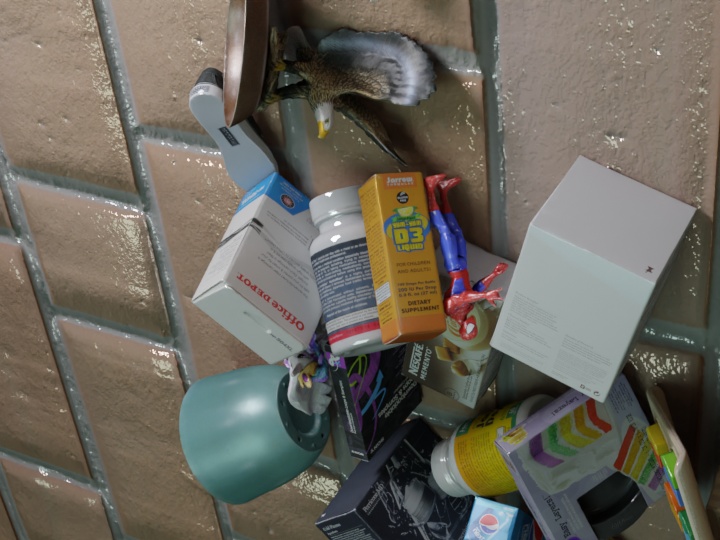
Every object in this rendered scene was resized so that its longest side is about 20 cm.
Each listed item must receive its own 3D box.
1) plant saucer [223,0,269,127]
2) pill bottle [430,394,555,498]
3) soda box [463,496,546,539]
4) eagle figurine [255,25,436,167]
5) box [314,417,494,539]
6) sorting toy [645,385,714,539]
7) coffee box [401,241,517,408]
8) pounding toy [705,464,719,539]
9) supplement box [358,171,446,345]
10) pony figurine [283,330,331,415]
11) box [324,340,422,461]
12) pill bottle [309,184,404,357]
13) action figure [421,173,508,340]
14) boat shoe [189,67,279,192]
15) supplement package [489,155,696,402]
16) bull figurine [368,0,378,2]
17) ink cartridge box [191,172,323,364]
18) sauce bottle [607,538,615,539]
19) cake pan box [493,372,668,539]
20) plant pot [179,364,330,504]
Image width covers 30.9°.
[{"bbox_3d":[-0.135,-0.268,1.543,0.034,0.201,0.201,3,135,-11],"label":"plant saucer"},{"bbox_3d":[0.192,0.246,1.768,0.113,0.113,0.200,50,137,-11],"label":"pill bottle"},{"bbox_3d":[0.213,0.376,1.825,0.068,0.064,0.200,10,163,28],"label":"soda box"},{"bbox_3d":[-0.021,-0.212,1.553,0.199,0.152,0.152,8,180,-8],"label":"eagle figurine"},{"bbox_3d":[0.068,0.352,1.877,0.182,0.200,0.104,48,138,-9],"label":"box"},{"bbox_3d":[0.387,0.260,1.575,0.036,0.200,0.186,-18,109,9],"label":"sorting toy"},{"bbox_3d":[0.131,0.068,1.686,0.114,0.080,0.200,26,135,16],"label":"coffee box"},{"bbox_3d":[0.530,0.277,1.561,0.184,0.142,0.200,6,138,32],"label":"pounding toy"},{"bbox_3d":[0.050,-0.016,1.567,0.069,0.066,0.201,137,125,-68],"label":"supplement box"},{"bbox_3d":[-0.080,0.103,1.806,0.167,0.193,0.200,-51,57,13],"label":"pony figurine"},{"bbox_3d":[0.022,0.142,1.777,0.036,0.143,0.201,16,133,33],"label":"box"},{"bbox_3d":[0.000,0.000,1.646,0.119,0.119,0.201,-22,77,44],"label":"pill bottle"},{"bbox_3d":[0.135,-0.019,1.555,0.099,0.065,0.201,-11,81,32],"label":"action figure"},{"bbox_3d":[-0.157,-0.180,1.698,0.068,0.057,0.200,-9,138,21],"label":"boat shoe"},{"bbox_3d":[0.265,0.010,1.492,0.151,0.151,0.200,27,136,15],"label":"supplement package"},{"bbox_3d":[-0.023,-0.392,1.425,0.121,0.065,0.201,2,125,30],"label":"bull figurine"},{"bbox_3d":[-0.112,-0.002,1.691,0.146,0.200,0.084,40,139,-20],"label":"ink cartridge box"},{"bbox_3d":[0.331,0.397,1.828,0.200,0.066,0.066,43,137,-5],"label":"sauce bottle"},{"bbox_3d":[0.290,0.248,1.657,0.200,0.184,0.052,62,174,-22],"label":"cake pan box"},{"bbox_3d":[-0.143,0.231,1.940,0.161,0.201,0.201,-23,110,31],"label":"plant pot"}]
